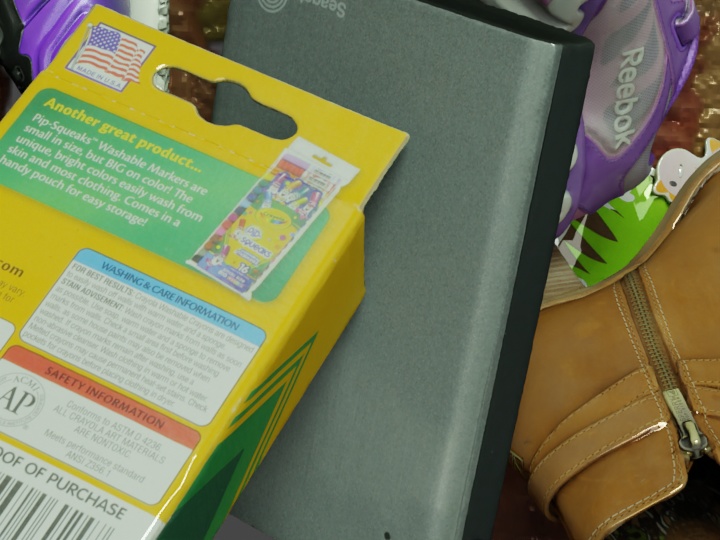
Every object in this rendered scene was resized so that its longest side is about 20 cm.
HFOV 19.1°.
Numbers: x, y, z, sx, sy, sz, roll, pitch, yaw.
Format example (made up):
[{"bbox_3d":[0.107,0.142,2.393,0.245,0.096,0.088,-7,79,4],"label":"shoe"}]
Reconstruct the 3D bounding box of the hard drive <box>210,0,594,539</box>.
[{"bbox_3d":[0.000,0.000,0.737,0.033,0.139,0.202,-10,116,-49],"label":"hard drive"}]

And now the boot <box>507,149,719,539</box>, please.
[{"bbox_3d":[0.136,0.028,0.754,0.198,0.156,0.077,-13,125,-11],"label":"boot"}]

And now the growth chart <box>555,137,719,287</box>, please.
[{"bbox_3d":[0.068,-0.003,0.834,0.198,0.018,0.146,18,84,-11],"label":"growth chart"}]

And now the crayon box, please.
[{"bbox_3d":[-0.083,0.019,0.678,0.125,0.052,0.201,23,59,16],"label":"crayon box"}]

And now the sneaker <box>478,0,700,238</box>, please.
[{"bbox_3d":[0.079,-0.094,0.744,0.088,0.201,0.081,-17,46,-25],"label":"sneaker"}]

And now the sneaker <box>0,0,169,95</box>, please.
[{"bbox_3d":[-0.119,-0.101,0.785,0.098,0.070,0.202,1,82,-4],"label":"sneaker"}]
